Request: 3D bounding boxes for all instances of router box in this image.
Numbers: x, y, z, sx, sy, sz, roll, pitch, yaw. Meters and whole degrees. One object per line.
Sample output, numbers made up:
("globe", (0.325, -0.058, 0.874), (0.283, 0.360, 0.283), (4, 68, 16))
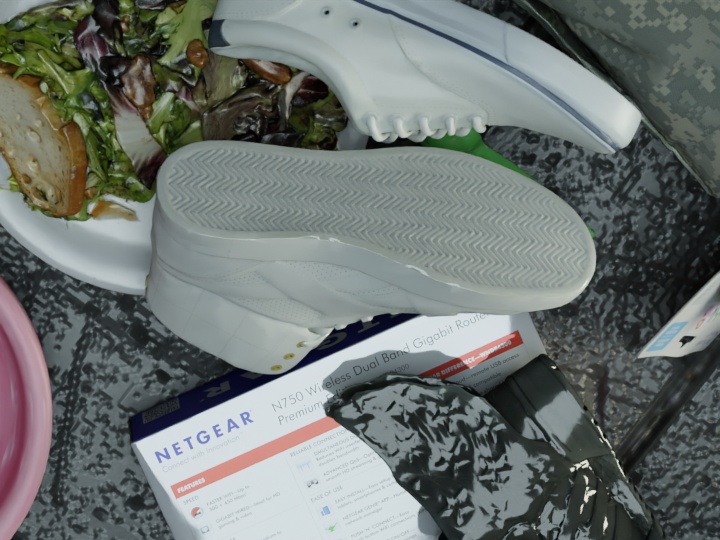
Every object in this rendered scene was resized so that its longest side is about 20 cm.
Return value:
("router box", (0.015, 0.115, 1.410), (0.200, 0.049, 0.180), (-23, 103, -1))

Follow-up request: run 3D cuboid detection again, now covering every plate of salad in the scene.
("plate of salad", (-0.091, -0.084, 1.358), (0.200, 0.048, 0.200), (-1, 101, -6))

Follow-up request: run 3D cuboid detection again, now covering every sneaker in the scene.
("sneaker", (0.000, 0.000, 1.342), (0.200, 0.116, 0.074), (10, 57, -6))
("sneaker", (0.079, 0.119, 1.364), (0.104, 0.060, 0.200), (-33, 98, -1))
("sneaker", (0.026, -0.088, 1.320), (0.200, 0.073, 0.071), (24, 88, 7))

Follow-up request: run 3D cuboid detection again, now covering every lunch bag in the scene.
("lunch bag", (0.158, -0.147, 1.324), (0.200, 0.139, 0.168), (43, 104, -12))

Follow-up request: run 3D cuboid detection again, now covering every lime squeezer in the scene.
("lime squeezer", (0.052, -0.098, 1.375), (0.071, 0.038, 0.200), (-16, 101, 1))

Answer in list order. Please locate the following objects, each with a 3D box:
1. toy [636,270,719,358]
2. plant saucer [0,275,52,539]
("toy", (0.224, -0.018, 1.350), (0.047, 0.115, 0.200), (46, 106, 17))
("plant saucer", (-0.244, 0.063, 1.371), (0.200, 0.051, 0.201), (-1, 102, -5))
